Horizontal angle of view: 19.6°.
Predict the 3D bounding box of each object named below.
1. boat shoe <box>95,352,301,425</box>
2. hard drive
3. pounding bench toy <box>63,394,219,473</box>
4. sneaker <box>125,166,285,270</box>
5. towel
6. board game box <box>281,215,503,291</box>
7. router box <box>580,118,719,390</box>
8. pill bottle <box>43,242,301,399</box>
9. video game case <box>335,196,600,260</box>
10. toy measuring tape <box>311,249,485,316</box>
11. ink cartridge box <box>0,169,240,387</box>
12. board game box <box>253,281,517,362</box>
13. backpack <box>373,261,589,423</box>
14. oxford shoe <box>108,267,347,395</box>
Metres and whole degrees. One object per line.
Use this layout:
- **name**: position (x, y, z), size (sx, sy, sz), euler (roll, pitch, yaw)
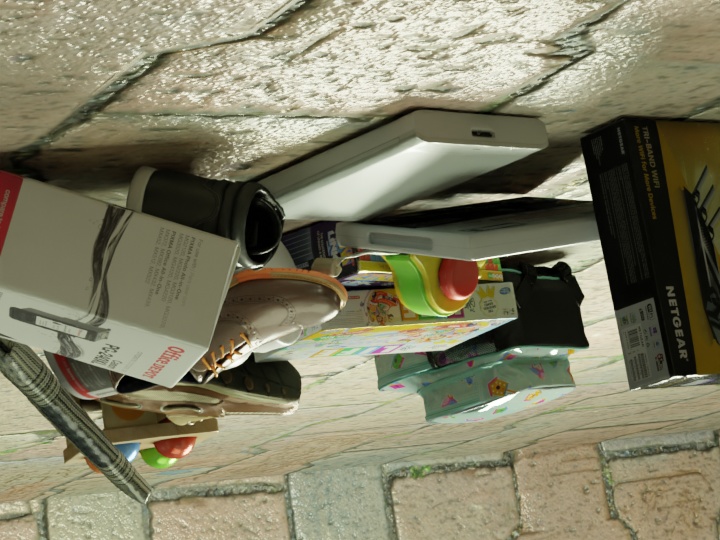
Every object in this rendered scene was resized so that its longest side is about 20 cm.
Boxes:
- **boat shoe**: position (-0.154, 0.099, 1.875), size (0.200, 0.076, 0.074), euler (13, 129, -9)
- **hard drive**: position (0.023, -0.075, 1.544), size (0.132, 0.026, 0.200), euler (0, 165, -41)
- **pounding bench toy**: position (-0.227, 0.116, 1.992), size (0.124, 0.156, 0.200), euler (-5, 169, -21)
- **sneaker**: position (-0.100, -0.022, 1.535), size (0.099, 0.071, 0.200), euler (12, 170, 12)
- **towel**: position (-0.264, 0.098, 1.748), size (0.035, 0.193, 0.200), euler (-45, -149, -10)
- **board game box**: position (0.000, 0.000, 1.843), size (0.165, 0.057, 0.200), euler (-20, 165, 38)
- **router box**: position (0.258, -0.012, 1.593), size (0.157, 0.200, 0.052), euler (-1, 166, -38)
- **pill bottle**: position (-0.156, 0.034, 1.735), size (0.200, 0.114, 0.114), euler (-14, 168, 23)
- **video game case**: position (0.111, -0.034, 1.650), size (0.200, 0.023, 0.182), euler (-9, -170, -33)
- **toy measuring tape**: position (0.037, 0.009, 1.706), size (0.073, 0.074, 0.200), euler (-19, 176, 42)
- **ink cartridge box**: position (-0.199, 0.006, 1.449), size (0.200, 0.084, 0.145), euler (18, 162, -11)
- **board game box**: position (0.021, 0.046, 1.858), size (0.200, 0.034, 0.134), euler (-3, 167, -29)
- **backpack**: position (0.111, 0.075, 2.089), size (0.200, 0.154, 0.176), euler (-8, 177, 35)
- **oxford shoe**: position (-0.103, 0.053, 1.617), size (0.200, 0.073, 0.071), euler (-16, 139, 18)
